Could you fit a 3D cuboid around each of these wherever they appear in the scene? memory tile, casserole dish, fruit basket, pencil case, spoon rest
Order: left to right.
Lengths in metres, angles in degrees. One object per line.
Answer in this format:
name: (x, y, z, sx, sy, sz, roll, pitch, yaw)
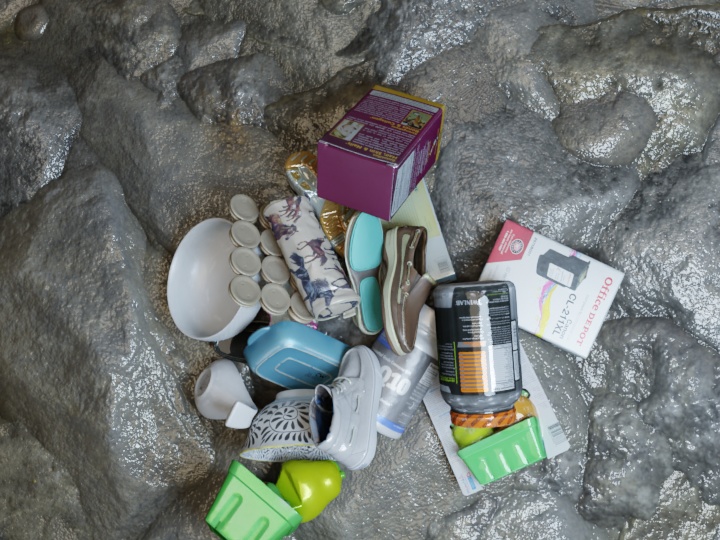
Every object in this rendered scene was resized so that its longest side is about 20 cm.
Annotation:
spoon rest: (-0.214, 0.204, 1.189, 0.060, 0.199, 0.100, 29, 87, -29)
memory tile: (-0.134, -0.019, 1.151, 0.152, 0.017, 0.202, 15, 52, -30)
fruit basket: (-0.131, 0.349, 1.158, 0.155, 0.216, 0.217, 37, 92, 8)
casserole dish: (-0.090, 0.146, 1.165, 0.121, 0.199, 0.039, -37, 44, 27)
pencil case: (-0.072, -0.018, 1.130, 0.077, 0.089, 0.202, -34, 74, 24)
fruit basket: (0.204, 0.223, 1.172, 0.184, 0.094, 0.202, -29, 64, 13)

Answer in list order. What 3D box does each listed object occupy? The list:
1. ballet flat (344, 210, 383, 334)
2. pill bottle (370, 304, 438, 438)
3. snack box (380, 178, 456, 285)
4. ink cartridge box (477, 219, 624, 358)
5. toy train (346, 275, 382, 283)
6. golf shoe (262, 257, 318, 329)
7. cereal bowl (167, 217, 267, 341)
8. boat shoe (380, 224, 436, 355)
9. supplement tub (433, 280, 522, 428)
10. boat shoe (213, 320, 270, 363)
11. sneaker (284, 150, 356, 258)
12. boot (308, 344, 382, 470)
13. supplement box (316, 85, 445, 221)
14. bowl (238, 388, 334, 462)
ballet flat: (0.000, 0.000, 1.159, 0.067, 0.062, 0.203, -7, 101, -25)
pill bottle: (0.064, 0.150, 1.173, 0.113, 0.114, 0.201, 31, 88, 8)
snack box: (0.071, -0.063, 1.205, 0.115, 0.037, 0.202, -18, 71, 6)
ink cartridge box: (0.288, 0.029, 1.167, 0.198, 0.083, 0.147, 25, 90, 9)
toy train: (-0.003, 0.032, 1.230, 0.197, 0.042, 0.057, -5, 76, 7)
golf shoe: (-0.129, 0.020, 1.213, 0.091, 0.075, 0.202, -26, 56, 23)
cereal bowl: (-0.223, 0.019, 1.221, 0.198, 0.083, 0.203, -9, 75, 36)
boat shoe: (0.075, 0.023, 1.107, 0.074, 0.075, 0.205, -10, 67, 23)
supplement tub: (0.171, 0.118, 1.081, 0.121, 0.123, 0.203, -3, 91, 7)
boat shoe: (-0.152, 0.121, 1.231, 0.197, 0.068, 0.073, 4, 88, 9)
sneaker: (-0.053, -0.103, 1.223, 0.075, 0.088, 0.201, -31, 85, -12)
boot: (-0.024, 0.178, 1.074, 0.073, 0.095, 0.202, -29, 41, 28)
supplement box: (0.034, -0.185, 1.146, 0.130, 0.200, 0.104, 21, 134, 18)
bowl: (-0.088, 0.240, 1.162, 0.198, 0.201, 0.096, -4, 70, 7)
